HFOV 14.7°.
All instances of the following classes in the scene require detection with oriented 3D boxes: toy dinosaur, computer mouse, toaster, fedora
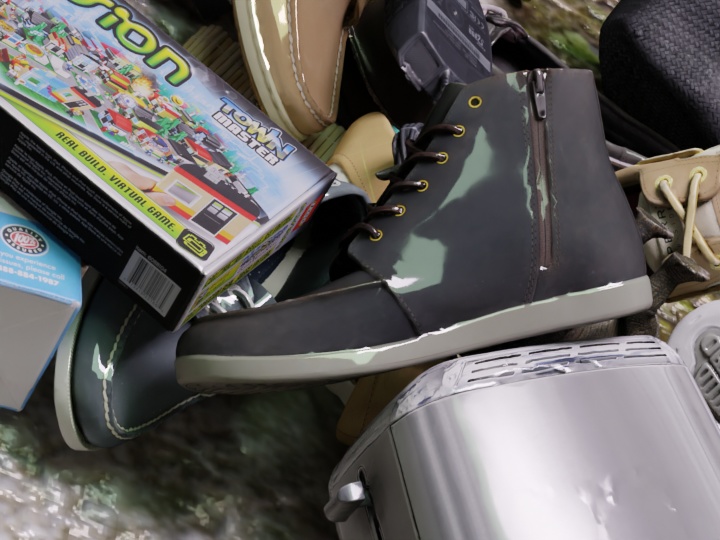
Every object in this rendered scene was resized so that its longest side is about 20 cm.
[{"bbox_3d":[0.081,0.016,1.194,0.199,0.103,0.077,21,19,-40],"label":"toy dinosaur"},{"bbox_3d":[0.029,-0.073,1.274,0.059,0.034,0.201,46,31,-30],"label":"computer mouse"},{"bbox_3d":[0.082,0.105,1.114,0.199,0.114,0.130,-7,64,-32],"label":"toaster"},{"bbox_3d":[0.187,-0.092,1.445,0.201,0.201,0.091,44,61,12],"label":"fedora"}]

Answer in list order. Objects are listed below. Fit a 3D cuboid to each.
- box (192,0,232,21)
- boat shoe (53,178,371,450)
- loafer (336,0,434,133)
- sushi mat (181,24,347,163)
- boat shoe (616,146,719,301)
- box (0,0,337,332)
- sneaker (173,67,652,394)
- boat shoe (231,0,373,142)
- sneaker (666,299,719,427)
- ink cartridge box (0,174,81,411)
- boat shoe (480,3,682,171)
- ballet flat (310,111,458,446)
[{"bbox_3d":[-0.100,-0.247,1.384,0.201,0.043,0.161,-102,169,-45],"label":"box"},{"bbox_3d":[-0.058,0.011,1.147,0.061,0.073,0.200,5,28,26],"label":"boat shoe"},{"bbox_3d":[0.015,-0.126,1.376,0.073,0.072,0.201,-12,58,-27],"label":"loafer"},{"bbox_3d":[-0.076,-0.048,1.275,0.095,0.012,0.200,38,34,1],"label":"sushi mat"},{"bbox_3d":[0.152,-0.018,1.282,0.066,0.199,0.075,-11,84,-43],"label":"boat shoe"},{"bbox_3d":[-0.117,-0.069,1.117,0.200,0.035,0.110,39,36,8],"label":"box"},{"bbox_3d":[0.012,-0.015,1.111,0.199,0.075,0.107,-12,88,-20],"label":"sneaker"},{"bbox_3d":[-0.020,-0.158,1.327,0.074,0.066,0.202,42,42,-61],"label":"boat shoe"},{"bbox_3d":[0.219,0.096,1.280,0.201,0.078,0.099,55,9,6],"label":"sneaker"},{"bbox_3d":[-0.178,-0.047,1.133,0.115,0.067,0.201,16,39,-20],"label":"ink cartridge box"},{"bbox_3d":[0.090,-0.095,1.435,0.200,0.057,0.067,43,36,10],"label":"boat shoe"},{"bbox_3d":[0.000,0.000,1.242,0.063,0.069,0.201,1,43,-16],"label":"ballet flat"}]
